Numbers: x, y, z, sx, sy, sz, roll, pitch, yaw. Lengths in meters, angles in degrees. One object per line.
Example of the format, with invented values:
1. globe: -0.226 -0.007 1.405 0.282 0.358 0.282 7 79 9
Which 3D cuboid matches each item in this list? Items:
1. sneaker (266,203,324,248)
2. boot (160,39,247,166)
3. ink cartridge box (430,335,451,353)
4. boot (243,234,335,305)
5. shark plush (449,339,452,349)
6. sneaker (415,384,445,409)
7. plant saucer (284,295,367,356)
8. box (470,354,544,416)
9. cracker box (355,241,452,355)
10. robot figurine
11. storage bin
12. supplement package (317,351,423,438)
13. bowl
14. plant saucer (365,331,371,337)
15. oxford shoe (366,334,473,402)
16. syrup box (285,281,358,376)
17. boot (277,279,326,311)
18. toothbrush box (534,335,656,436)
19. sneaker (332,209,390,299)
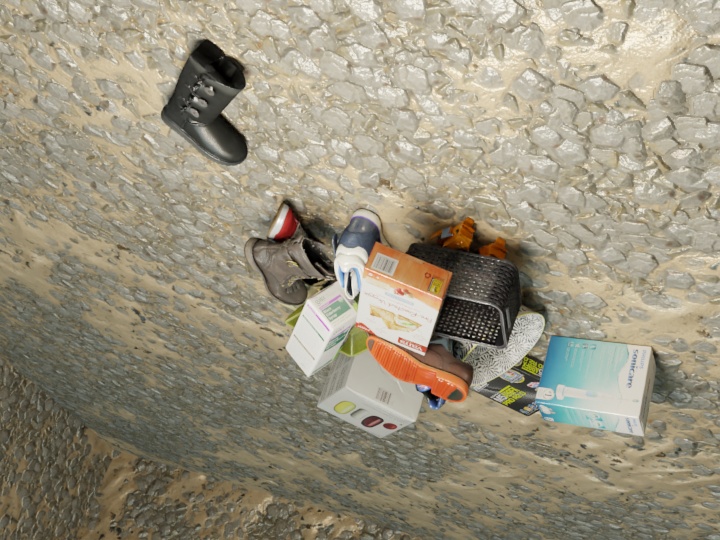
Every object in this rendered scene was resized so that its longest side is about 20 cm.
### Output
1. sneaker: -0.122 -0.057 1.675 0.111 0.072 0.200 26 160 0
2. boot: -0.224 -0.262 1.405 0.163 0.066 0.200 29 147 -17
3. ink cartridge box: 0.133 0.131 1.655 0.067 0.202 0.116 -13 131 4
4. boot: -0.112 0.005 1.619 0.172 0.070 0.200 3 147 40
5. shark plush: 0.163 0.175 1.869 0.197 0.085 0.091 -8 162 23
6. sneaker: 0.136 0.207 1.798 0.074 0.079 0.201 -14 125 32
7. plant saucer: -0.022 0.091 1.791 0.198 0.049 0.199 30 137 -34
8. box: 0.344 0.244 1.900 0.158 0.045 0.200 25 152 -6
9. cracker box: 0.067 0.051 1.428 0.132 0.058 0.201 21 150 8
10. robot figurine: 0.164 -0.018 1.553 0.144 0.059 0.200 31 150 -16
11. storage bin: 0.165 0.043 1.490 0.197 0.095 0.136 13 148 24
12. supplement package: 0.030 0.276 2.072 0.189 0.149 0.200 27 151 -11
13. bowl: 0.243 0.117 1.657 0.095 0.199 0.202 55 170 32
14. plant saucer: 0.052 0.128 1.639 0.201 0.032 0.201 52 165 20
15. oxford shoe: 0.104 0.156 1.531 0.198 0.073 0.072 28 142 4
16. syrup box: -0.073 0.116 1.691 0.082 0.078 0.201 49 146 14
17. boot: -0.084 0.049 1.839 0.198 0.074 0.155 29 150 -9
18. toothbrush box: 0.450 0.217 1.667 0.197 0.148 0.086 3 148 30
19. sneaker: 0.000 0.000 1.604 0.079 0.148 0.201 11 151 19
